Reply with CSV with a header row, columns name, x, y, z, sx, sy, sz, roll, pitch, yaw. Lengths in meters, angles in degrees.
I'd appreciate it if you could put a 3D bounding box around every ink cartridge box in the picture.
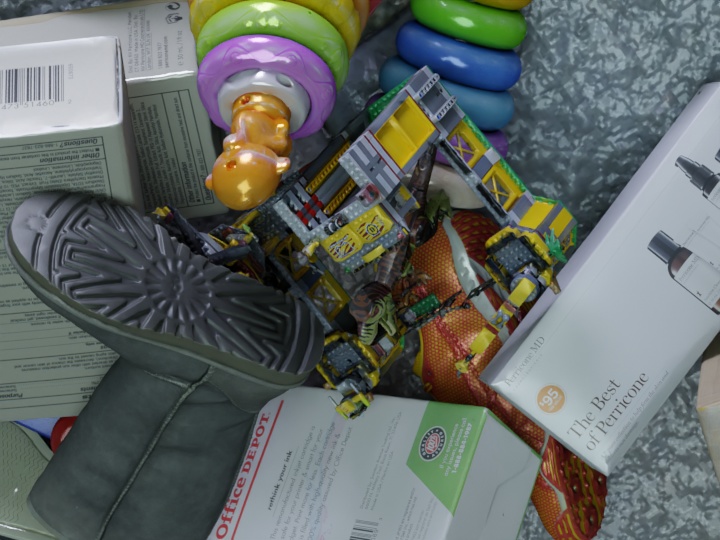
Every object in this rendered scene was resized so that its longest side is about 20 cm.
name,x,y,z,sx,sy,sz,roll,pitch,yaw
ink cartridge box,-0.013,0.129,1.441,0.199,0.067,0.117,5,67,38

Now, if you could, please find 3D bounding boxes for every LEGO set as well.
name,x,y,z,sx,sy,sz,roll,pitch,yaw
LEGO set,0.000,0.000,1.341,0.200,0.116,0.154,-22,107,37

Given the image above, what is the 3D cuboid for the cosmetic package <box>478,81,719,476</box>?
name,x,y,z,sx,sy,sz,roll,pitch,yaw
cosmetic package,0.156,0.004,1.397,0.082,0.051,0.200,37,89,-4

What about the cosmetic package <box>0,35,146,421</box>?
name,x,y,z,sx,sy,sz,roll,pitch,yaw
cosmetic package,-0.160,-0.018,1.360,0.103,0.073,0.200,-5,135,-2

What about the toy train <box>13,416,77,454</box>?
name,x,y,z,sx,sy,sz,roll,pitch,yaw
toy train,-0.200,0.023,1.489,0.199,0.085,0.116,25,99,2

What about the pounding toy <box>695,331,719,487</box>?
name,x,y,z,sx,sy,sz,roll,pitch,yaw
pounding toy,0.290,0.090,1.363,0.199,0.184,0.143,-16,103,14

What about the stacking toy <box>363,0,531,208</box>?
name,x,y,z,sx,sy,sz,roll,pitch,yaw
stacking toy,0.061,-0.138,1.397,0.085,0.085,0.201,19,103,4

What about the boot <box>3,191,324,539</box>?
name,x,y,z,sx,sy,sz,roll,pitch,yaw
boot,-0.127,0.063,1.351,0.181,0.073,0.200,30,140,-10

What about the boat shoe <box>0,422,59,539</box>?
name,x,y,z,sx,sy,sz,roll,pitch,yaw
boat shoe,-0.186,0.137,1.522,0.199,0.072,0.068,26,152,13

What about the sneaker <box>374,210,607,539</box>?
name,x,y,z,sx,sy,sz,roll,pitch,yaw
sneaker,0.076,0.062,1.464,0.077,0.073,0.201,-24,94,32

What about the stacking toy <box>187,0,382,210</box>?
name,x,y,z,sx,sy,sz,roll,pitch,yaw
stacking toy,-0.044,-0.107,1.314,0.116,0.201,0.110,-11,138,21

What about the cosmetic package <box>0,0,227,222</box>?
name,x,y,z,sx,sy,sz,roll,pitch,yaw
cosmetic package,-0.176,-0.075,1.415,0.199,0.073,0.104,-7,133,2
